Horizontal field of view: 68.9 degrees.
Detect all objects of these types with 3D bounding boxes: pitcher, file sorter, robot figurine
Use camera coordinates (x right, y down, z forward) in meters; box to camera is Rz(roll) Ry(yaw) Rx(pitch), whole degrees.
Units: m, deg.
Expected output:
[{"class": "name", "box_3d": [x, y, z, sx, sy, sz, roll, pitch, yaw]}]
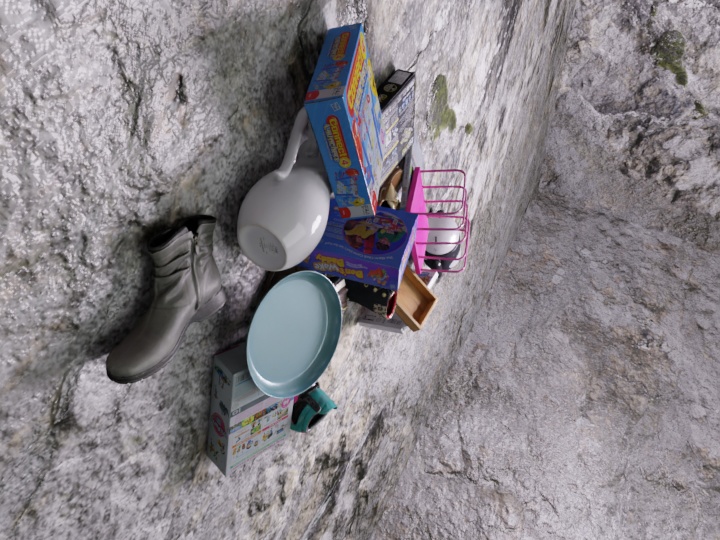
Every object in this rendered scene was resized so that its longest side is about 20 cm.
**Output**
[{"class": "pitcher", "box_3d": [-0.097, -0.117, 0.746, 0.175, 0.117, 0.203, 84, 26, -43]}, {"class": "file sorter", "box_3d": [0.182, -0.109, 1.188, 0.203, 0.121, 0.142, 72, 27, -49]}, {"class": "robot figurine", "box_3d": [0.230, -0.077, 1.531, 0.123, 0.152, 0.201, -33, 152, -4]}]

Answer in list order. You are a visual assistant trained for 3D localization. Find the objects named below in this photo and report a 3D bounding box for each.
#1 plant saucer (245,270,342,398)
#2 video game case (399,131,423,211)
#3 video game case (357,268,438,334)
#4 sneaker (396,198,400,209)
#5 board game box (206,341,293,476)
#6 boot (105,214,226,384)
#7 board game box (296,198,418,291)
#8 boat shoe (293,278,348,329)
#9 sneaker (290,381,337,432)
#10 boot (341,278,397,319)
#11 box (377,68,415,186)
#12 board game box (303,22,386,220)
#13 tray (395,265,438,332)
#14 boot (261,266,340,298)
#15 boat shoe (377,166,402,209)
[{"class": "plant saucer", "box_3d": [-0.106, 0.099, 0.833, 0.197, 0.027, 0.208, -19, 116, -44]}, {"class": "video game case", "box_3d": [0.120, -0.200, 1.211, 0.143, 0.017, 0.208, 51, 44, -66]}, {"class": "video game case", "box_3d": [0.095, 0.071, 1.324, 0.202, 0.140, 0.018, -54, 130, -32]}, {"class": "sneaker", "box_3d": [0.072, -0.062, 1.186, 0.087, 0.073, 0.208, 18, 80, -67]}, {"class": "board game box", "box_3d": [-0.179, 0.218, 0.884, 0.145, 0.063, 0.207, -18, 125, -48]}, {"class": "boot", "box_3d": [-0.237, 0.023, 0.623, 0.201, 0.065, 0.135, -54, 150, -49]}, {"class": "board game box", "box_3d": [-0.016, -0.052, 0.841, 0.046, 0.193, 0.136, 91, 17, -44]}, {"class": "boat shoe", "box_3d": [-0.081, 0.075, 0.935, 0.199, 0.070, 0.062, -36, 111, -57]}, {"class": "sneaker", "box_3d": [-0.091, 0.217, 0.988, 0.083, 0.118, 0.207, 1, 110, -65]}, {"class": "boot", "box_3d": [0.001, 0.000, 1.018, 0.074, 0.150, 0.208, -50, 152, -35]}, {"class": "box", "box_3d": [0.046, -0.266, 1.027, 0.202, 0.048, 0.164, -55, 152, -31]}, {"class": "board game box", "box_3d": [-0.013, -0.221, 0.784, 0.199, 0.054, 0.205, 71, 21, -46]}, {"class": "tray", "box_3d": [0.089, 0.035, 1.230, 0.099, 0.200, 0.037, -50, -168, -33]}, {"class": "boot", "box_3d": [-0.087, 0.004, 0.892, 0.204, 0.094, 0.075, -60, 156, -20]}, {"class": "boat shoe", "box_3d": [0.042, -0.139, 1.096, 0.202, 0.072, 0.077, -54, 154, -31]}]
